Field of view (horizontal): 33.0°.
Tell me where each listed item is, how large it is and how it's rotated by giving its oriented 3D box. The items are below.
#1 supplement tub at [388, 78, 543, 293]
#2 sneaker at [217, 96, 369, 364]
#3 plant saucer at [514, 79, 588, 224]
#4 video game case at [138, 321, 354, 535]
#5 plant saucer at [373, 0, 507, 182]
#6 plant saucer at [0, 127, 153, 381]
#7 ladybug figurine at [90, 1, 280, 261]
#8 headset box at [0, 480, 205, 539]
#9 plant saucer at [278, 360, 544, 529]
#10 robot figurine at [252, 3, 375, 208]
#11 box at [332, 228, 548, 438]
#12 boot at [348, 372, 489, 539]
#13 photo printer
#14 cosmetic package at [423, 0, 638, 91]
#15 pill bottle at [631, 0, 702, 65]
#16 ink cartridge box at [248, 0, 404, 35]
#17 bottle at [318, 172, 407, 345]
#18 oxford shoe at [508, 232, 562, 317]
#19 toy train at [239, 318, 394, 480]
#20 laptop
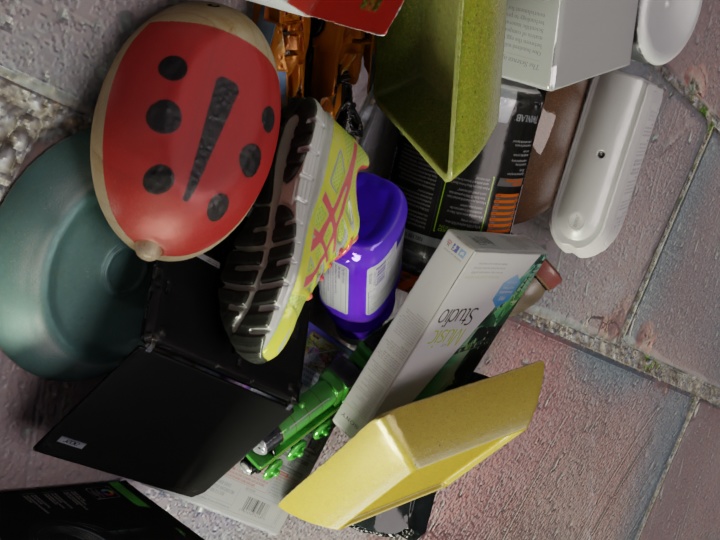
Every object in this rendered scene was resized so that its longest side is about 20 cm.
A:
[{"bbox_3d":[0.086,-0.079,1.108,0.122,0.122,0.202,-3,112,-49],"label":"supplement tub"},{"bbox_3d":[-0.039,-0.022,0.908,0.090,0.078,0.202,27,74,-40],"label":"sneaker"},{"bbox_3d":[0.192,-0.137,1.198,0.200,0.036,0.202,18,90,-82],"label":"plant saucer"},{"bbox_3d":[-0.096,0.120,1.057,0.182,0.045,0.200,-60,142,-6],"label":"video game case"},{"bbox_3d":[0.061,-0.193,0.900,0.047,0.200,0.201,-5,116,-14],"label":"plant saucer"},{"bbox_3d":[-0.182,-0.006,0.896,0.199,0.036,0.202,-27,127,-41],"label":"plant saucer"},{"bbox_3d":[-0.114,-0.101,0.851,0.135,0.072,0.202,22,71,-28],"label":"ladybug figurine"},{"bbox_3d":[-0.198,0.238,0.890,0.199,0.173,0.094,7,104,-51],"label":"headset box"},{"bbox_3d":[0.053,0.164,1.075,0.199,0.049,0.200,-12,157,-38],"label":"plant saucer"},{"bbox_3d":[-0.041,-0.140,0.975,0.144,0.058,0.202,-20,123,-42],"label":"robot figurine"},{"bbox_3d":[0.072,0.057,1.057,0.144,0.036,0.201,0,126,-56],"label":"box"},{"bbox_3d":[0.072,0.190,1.267,0.199,0.076,0.170,5,102,-44],"label":"boot"},{"bbox_3d":[0.263,-0.113,1.315,0.166,0.069,0.202,-18,125,-70],"label":"photo printer"},{"bbox_3d":[0.118,-0.272,0.980,0.122,0.198,0.202,-21,124,-42],"label":"cosmetic package"},{"bbox_3d":[0.193,-0.253,1.080,0.106,0.199,0.107,-24,125,-40],"label":"pill bottle"},{"bbox_3d":[-0.031,-0.253,0.811,0.050,0.199,0.163,36,81,-50],"label":"ink cartridge box"},{"bbox_3d":[0.000,0.000,1.049,0.084,0.065,0.201,-60,167,-26],"label":"bottle"},{"bbox_3d":[0.137,0.002,1.202,0.075,0.070,0.200,-44,-175,1],"label":"oxford shoe"},{"bbox_3d":[-0.027,0.108,1.052,0.200,0.042,0.057,-36,157,-33],"label":"toy train"},{"bbox_3d":[-0.134,0.058,0.939,0.177,0.103,0.202,30,60,-49],"label":"laptop"}]
